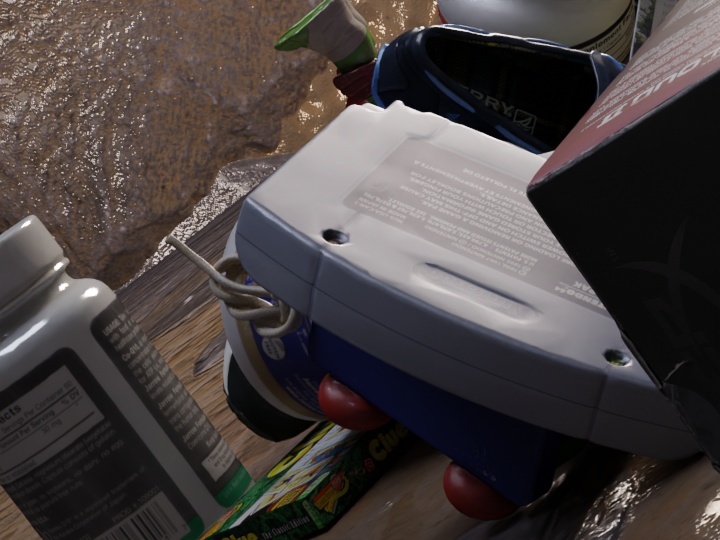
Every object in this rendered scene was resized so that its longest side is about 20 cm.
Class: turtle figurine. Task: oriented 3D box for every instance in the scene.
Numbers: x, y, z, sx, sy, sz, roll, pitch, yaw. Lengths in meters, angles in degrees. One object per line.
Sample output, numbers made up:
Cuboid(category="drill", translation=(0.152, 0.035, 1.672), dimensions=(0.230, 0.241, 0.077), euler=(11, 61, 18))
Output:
Cuboid(category="turtle figurine", translation=(0.008, -0.070, 1.651), dimensions=(0.200, 0.194, 0.144), euler=(-34, 9, 40))

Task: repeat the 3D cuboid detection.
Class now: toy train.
Cuboid(category="toy train", translation=(0.029, 0.010, 1.092), dimensions=(0.116, 0.200, 0.085), euler=(-29, -39, -40))

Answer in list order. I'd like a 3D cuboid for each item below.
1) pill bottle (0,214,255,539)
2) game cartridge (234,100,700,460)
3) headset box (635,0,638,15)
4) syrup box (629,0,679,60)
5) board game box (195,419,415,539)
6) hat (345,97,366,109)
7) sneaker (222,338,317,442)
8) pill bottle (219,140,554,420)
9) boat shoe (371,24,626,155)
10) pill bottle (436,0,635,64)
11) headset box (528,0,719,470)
Cuboid(category="pill bottle", translation=(-0.155, 0.076, 1.415), dimensions=(0.113, 0.200, 0.113), euler=(-35, 7, 5))
Cuboid(category="game cartridge", translation=(0.059, 0.002, 1.008), dimensions=(0.133, 0.200, 0.041), euler=(-41, -30, -55))
Cuboid(category="headset box", translation=(0.197, -0.180, 1.600), dimensions=(0.200, 0.149, 0.075), euler=(-33, 48, 27))
Cuboid(category="syrup box", translation=(0.177, -0.172, 1.188), dimensions=(0.081, 0.079, 0.200), euler=(-65, -15, -47))
Cuboid(category="board game box", translation=(0.003, 0.082, 1.354), dimensions=(0.105, 0.023, 0.200), euler=(-32, 8, 47))
Cuboid(category="hat", translation=(-0.006, -0.090, 1.889), dimensions=(0.200, 0.176, 0.166), euler=(-32, 8, 33))
Cuboid(category="sneaker", translation=(0.000, 0.000, 1.386), dimensions=(0.200, 0.076, 0.088), euler=(-54, 9, -22))
Cuboid(category="pill bottle", translation=(0.040, 0.002, 1.249), dimensions=(0.200, 0.120, 0.120), euler=(-13, 21, 41))
Cuboid(category="boat shoe", translation=(0.105, -0.069, 1.274), dimensions=(0.069, 0.200, 0.084), euler=(140, 138, -70))
Cuboid(category="pill bottle", translation=(0.103, -0.128, 1.499), dimensions=(0.112, 0.200, 0.113), euler=(-5, 45, 5))
Cuboid(category="headset box", translation=(0.134, -0.006, 0.702), dimensions=(0.075, 0.149, 0.200), euler=(-32, 7, 29))
